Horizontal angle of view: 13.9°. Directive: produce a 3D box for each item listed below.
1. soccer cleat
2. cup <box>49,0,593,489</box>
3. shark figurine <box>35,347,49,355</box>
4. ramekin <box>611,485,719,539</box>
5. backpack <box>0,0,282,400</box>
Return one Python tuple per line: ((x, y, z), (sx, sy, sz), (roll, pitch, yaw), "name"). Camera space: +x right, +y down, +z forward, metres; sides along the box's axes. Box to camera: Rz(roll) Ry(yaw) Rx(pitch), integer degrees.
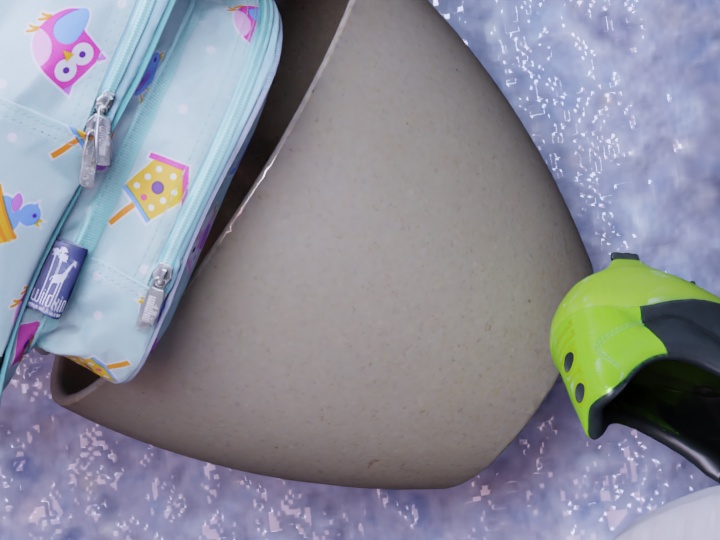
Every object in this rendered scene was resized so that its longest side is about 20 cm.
((0.160, 0.052, 1.035), (0.199, 0.081, 0.068), (13, 128, -13), "soccer cleat")
((0.000, 0.000, 1.083), (0.143, 0.200, 0.201), (33, 101, -13), "cup")
((-0.145, -0.089, 1.126), (0.089, 0.128, 0.215), (-19, 122, 21), "shark figurine")
((0.153, 0.159, 1.013), (0.199, 0.200, 0.105), (-12, 45, 19), "ramekin")
((-0.109, -0.070, 0.978), (0.153, 0.176, 0.201), (15, 106, -11), "backpack")
